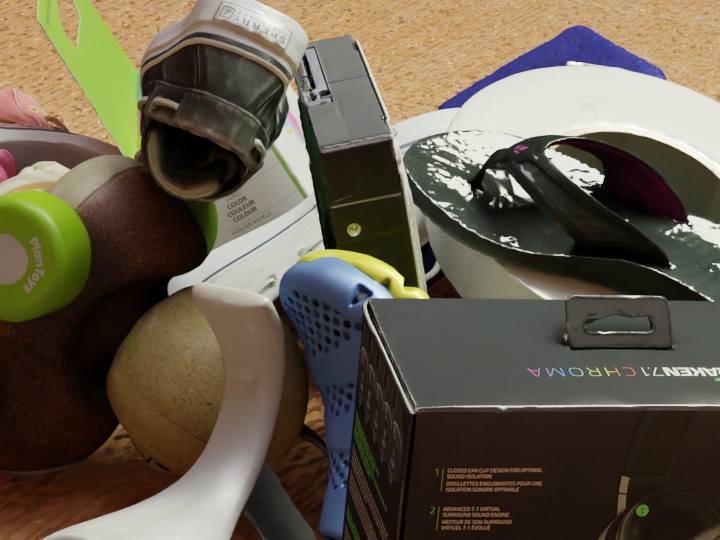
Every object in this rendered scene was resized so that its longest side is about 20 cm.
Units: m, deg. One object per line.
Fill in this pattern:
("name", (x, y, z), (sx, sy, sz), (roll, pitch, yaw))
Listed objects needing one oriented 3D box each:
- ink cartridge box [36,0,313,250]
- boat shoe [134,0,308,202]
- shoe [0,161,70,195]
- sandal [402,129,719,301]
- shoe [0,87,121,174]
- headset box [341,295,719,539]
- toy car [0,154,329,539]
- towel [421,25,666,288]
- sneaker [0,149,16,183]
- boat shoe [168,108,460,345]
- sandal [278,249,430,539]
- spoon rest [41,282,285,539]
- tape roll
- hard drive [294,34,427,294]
("ink cartridge box", (-0.093, -0.098, 1.271), (0.076, 0.200, 0.148), (-29, 26, 9))
("boat shoe", (-0.073, -0.067, 1.024), (0.072, 0.071, 0.200), (26, -11, -2))
("shoe", (-0.157, -0.015, 1.165), (0.053, 0.070, 0.200), (40, 0, 15))
("sandal", (0.116, -0.028, 1.045), (0.200, 0.048, 0.075), (20, 42, 1))
("shoe", (-0.185, -0.064, 1.349), (0.199, 0.072, 0.091), (8, 28, 19))
("headset box", (0.083, 0.106, 0.845), (0.173, 0.201, 0.093), (0, 24, -11))
("toy car", (-0.085, 0.061, 1.044), (0.200, 0.158, 0.164), (38, 19, 12))
("towel", (0.075, -0.056, 1.304), (0.200, 0.050, 0.148), (-33, 27, -5))
("sneaker", (-0.223, -0.005, 1.219), (0.095, 0.079, 0.200), (-14, 19, 5))
("boat shoe", (-0.002, -0.003, 1.177), (0.202, 0.075, 0.086), (-30, 47, -7))
("sandal", (0.018, 0.086, 0.939), (0.087, 0.200, 0.079), (-29, -2, -20))
("spoon rest", (-0.085, 0.102, 0.917), (0.099, 0.061, 0.200), (12, 61, 36))
("tape roll", (0.130, -0.022, 1.109), (0.202, 0.037, 0.203), (9, 41, -8))
("hard drive", (0.007, 0.008, 1.055), (0.038, 0.201, 0.140), (-12, 24, -3))
